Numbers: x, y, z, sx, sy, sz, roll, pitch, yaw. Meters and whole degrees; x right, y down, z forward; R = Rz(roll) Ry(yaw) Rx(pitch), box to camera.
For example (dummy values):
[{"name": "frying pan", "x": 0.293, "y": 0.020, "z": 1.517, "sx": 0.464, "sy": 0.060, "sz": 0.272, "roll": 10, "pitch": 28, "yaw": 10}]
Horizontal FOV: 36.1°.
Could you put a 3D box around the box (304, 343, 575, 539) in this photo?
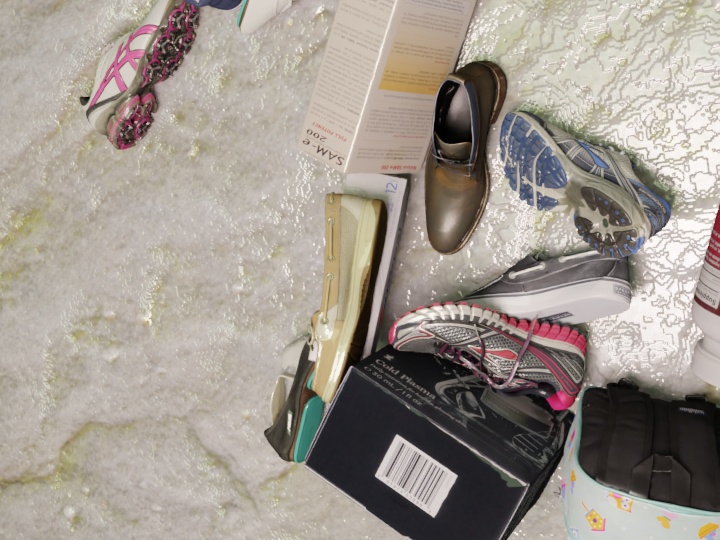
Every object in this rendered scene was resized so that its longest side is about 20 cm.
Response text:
[{"name": "box", "x": 0.086, "y": 0.169, "z": 1.088, "sx": 0.199, "sy": 0.196, "sz": 0.125, "roll": 32, "pitch": 110, "yaw": 16}]

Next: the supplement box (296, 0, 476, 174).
[{"name": "supplement box", "x": 0.027, "y": -0.199, "z": 1.079, "sx": 0.073, "sy": 0.126, "sz": 0.201, "roll": 30, "pitch": 111, "yaw": 33}]

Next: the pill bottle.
[{"name": "pill bottle", "x": 0.360, "y": 0.005, "z": 0.977, "sx": 0.112, "sy": 0.113, "sz": 0.201, "roll": 17, "pitch": 107, "yaw": 21}]

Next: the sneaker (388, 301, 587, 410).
[{"name": "sneaker", "x": 0.125, "y": 0.081, "z": 1.072, "sx": 0.198, "sy": 0.081, "sz": 0.075, "roll": 11, "pitch": 70, "yaw": -5}]

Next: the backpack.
[{"name": "backpack", "x": 0.266, "y": 0.204, "z": 0.999, "sx": 0.175, "sy": 0.200, "sz": 0.154, "roll": 13, "pitch": 106, "yaw": 10}]

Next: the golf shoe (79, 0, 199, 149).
[{"name": "golf shoe", "x": -0.255, "y": -0.238, "z": 1.237, "sx": 0.092, "sy": 0.073, "sz": 0.200, "roll": 41, "pitch": 114, "yaw": 14}]

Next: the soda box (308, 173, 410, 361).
[{"name": "soda box", "x": 0.000, "y": 0.000, "z": 1.133, "sx": 0.063, "sy": 0.068, "sz": 0.202, "roll": 12, "pitch": 90, "yaw": 6}]

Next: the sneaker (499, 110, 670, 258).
[{"name": "sneaker", "x": 0.213, "y": -0.088, "z": 1.055, "sx": 0.200, "sy": 0.085, "sz": 0.077, "roll": 48, "pitch": 142, "yaw": 31}]

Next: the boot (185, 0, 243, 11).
[{"name": "boot", "x": -0.201, "y": -0.359, "z": 1.178, "sx": 0.200, "sy": 0.090, "sz": 0.073, "roll": 46, "pitch": 115, "yaw": 10}]

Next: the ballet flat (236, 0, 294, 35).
[{"name": "ballet flat", "x": -0.068, "y": -0.330, "z": 1.143, "sx": 0.069, "sy": 0.069, "sz": 0.201, "roll": 29, "pitch": 110, "yaw": 17}]

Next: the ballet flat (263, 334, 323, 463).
[{"name": "ballet flat", "x": -0.062, "y": 0.121, "z": 1.222, "sx": 0.068, "sy": 0.068, "sz": 0.201, "roll": 33, "pitch": 111, "yaw": 25}]

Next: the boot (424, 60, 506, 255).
[{"name": "boot", "x": 0.087, "y": -0.108, "z": 1.090, "sx": 0.074, "sy": 0.097, "sz": 0.201, "roll": 15, "pitch": 106, "yaw": 21}]

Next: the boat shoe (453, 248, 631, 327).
[{"name": "boat shoe", "x": 0.174, "y": 0.017, "z": 1.094, "sx": 0.199, "sy": 0.072, "sz": 0.068, "roll": -15, "pitch": 60, "yaw": 40}]

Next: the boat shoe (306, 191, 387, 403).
[{"name": "boat shoe", "x": -0.023, "y": 0.025, "z": 1.065, "sx": 0.063, "sy": 0.073, "sz": 0.202, "roll": 11, "pitch": 86, "yaw": 11}]
